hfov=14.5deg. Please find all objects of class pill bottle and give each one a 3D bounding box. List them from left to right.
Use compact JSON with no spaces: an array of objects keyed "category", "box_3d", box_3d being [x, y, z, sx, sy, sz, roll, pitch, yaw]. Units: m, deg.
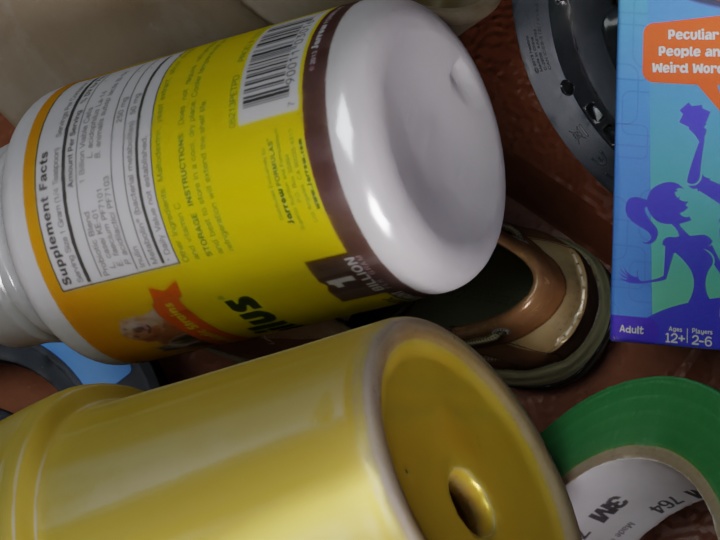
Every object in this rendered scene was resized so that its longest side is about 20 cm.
[{"category":"pill bottle","box_3d":[-0.055,-0.027,1.046,0.200,0.109,0.109,-13,69,30]}]

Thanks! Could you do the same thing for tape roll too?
[{"category":"tape roll","box_3d":[0.096,0.138,0.985,0.200,0.048,0.200,-37,41,40]}]

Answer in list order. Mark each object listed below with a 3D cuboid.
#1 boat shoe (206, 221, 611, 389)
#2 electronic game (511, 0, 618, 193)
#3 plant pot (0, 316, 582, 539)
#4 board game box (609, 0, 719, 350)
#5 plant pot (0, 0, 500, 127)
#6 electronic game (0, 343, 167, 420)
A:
[{"category":"boat shoe","box_3d":[0.000,0.000,1.113,0.200,0.074,0.076,2,76,27]},{"category":"electronic game","box_3d":[0.153,-0.103,1.045,0.200,0.042,0.200,5,107,16]},{"category":"plant pot","box_3d":[-0.032,0.114,0.989,0.189,0.201,0.201,-28,64,25]},{"category":"board game box","box_3d":[0.168,-0.069,1.003,0.152,0.045,0.200,4,105,17]},{"category":"plant pot","box_3d":[-0.068,-0.131,1.138,0.174,0.200,0.200,-40,60,30]},{"category":"electronic game","box_3d":[-0.162,0.096,1.176,0.200,0.042,0.200,-7,73,24]}]
